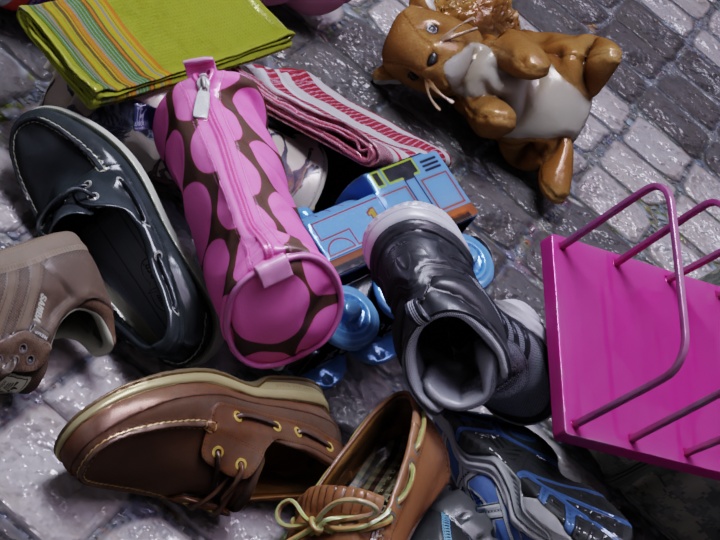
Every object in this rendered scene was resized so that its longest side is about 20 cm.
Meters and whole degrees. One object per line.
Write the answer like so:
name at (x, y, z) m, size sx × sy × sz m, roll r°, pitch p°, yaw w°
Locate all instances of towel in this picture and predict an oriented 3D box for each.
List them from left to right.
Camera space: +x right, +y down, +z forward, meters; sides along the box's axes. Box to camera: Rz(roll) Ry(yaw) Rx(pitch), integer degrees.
towel at (-0.133, -0.164, 1.188) m, size 0.086 × 0.018 × 0.199 m, roll 50°, pitch 41°, yaw 14°
towel at (-0.016, -0.114, 1.297) m, size 0.143 × 0.023 × 0.200 m, roll 30°, pitch 11°, yaw 15°

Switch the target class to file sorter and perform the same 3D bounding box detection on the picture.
file sorter at (0.233, 0.043, 1.121) m, size 0.199 × 0.125 × 0.140 m, roll 16°, pitch 59°, yaw -29°

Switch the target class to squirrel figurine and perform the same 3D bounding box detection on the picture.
squirrel figurine at (0.102, -0.176, 1.528) m, size 0.185 × 0.142 × 0.200 m, roll 16°, pitch 22°, yaw -14°

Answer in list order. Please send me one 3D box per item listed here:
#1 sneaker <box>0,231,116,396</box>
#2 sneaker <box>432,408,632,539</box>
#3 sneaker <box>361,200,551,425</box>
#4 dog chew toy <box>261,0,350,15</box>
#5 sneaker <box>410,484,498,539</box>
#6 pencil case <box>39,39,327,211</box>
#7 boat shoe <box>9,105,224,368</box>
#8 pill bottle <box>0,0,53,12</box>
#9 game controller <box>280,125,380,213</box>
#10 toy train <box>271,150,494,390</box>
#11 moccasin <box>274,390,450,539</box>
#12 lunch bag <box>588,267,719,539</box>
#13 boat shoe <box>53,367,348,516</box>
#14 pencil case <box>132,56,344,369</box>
sneaker at (-0.208, 0.037, 0.971) m, size 0.199 × 0.070 × 0.076 m, roll -27°, pitch 84°, yaw -49°
sneaker at (0.093, 0.150, 1.124) m, size 0.075 × 0.078 × 0.200 m, roll 11°, pitch 19°, yaw -27°
sneaker at (0.070, 0.056, 1.085) m, size 0.200 × 0.075 × 0.114 m, roll 50°, pitch 19°, yaw -35°
dog chew toy at (-0.082, -0.277, 1.459) m, size 0.199 × 0.125 × 0.125 m, roll 26°, pitch 32°, yaw -34°
sneaker at (0.078, 0.223, 1.039) m, size 0.082 × 0.074 × 0.200 m, roll -26°, pitch 62°, yaw -38°
pencil case at (-0.123, -0.093, 1.213) m, size 0.199 × 0.078 × 0.089 m, roll 25°, pitch 10°, yaw -20°
boat shoe at (-0.163, -0.022, 1.086) m, size 0.200 × 0.074 × 0.066 m, roll 57°, pitch 22°, yaw 11°
pill bottle at (-0.177, -0.223, 1.291) m, size 0.199 × 0.113 × 0.113 m, roll 15°, pitch 38°, yaw -32°
game controller at (-0.011, -0.036, 1.303) m, size 0.103 × 0.042 × 0.201 m, roll 8°, pitch 40°, yaw -17°
toy train at (0.000, 0.000, 1.180) m, size 0.199 × 0.087 × 0.115 m, roll -24°, pitch 72°, yaw -35°
moccasin at (-0.009, 0.145, 0.994) m, size 0.201 × 0.073 × 0.078 m, roll -47°, pitch 130°, yaw -40°
lunch bag at (0.268, 0.110, 1.307) m, size 0.168 × 0.139 × 0.200 m, roll 56°, pitch 33°, yaw -6°
boat shoe at (-0.082, 0.103, 1.011) m, size 0.199 × 0.072 × 0.068 m, roll 4°, pitch 43°, yaw -46°
pencil case at (-0.073, -0.039, 1.084) m, size 0.090 × 0.094 × 0.201 m, roll -11°, pitch 46°, yaw -17°
